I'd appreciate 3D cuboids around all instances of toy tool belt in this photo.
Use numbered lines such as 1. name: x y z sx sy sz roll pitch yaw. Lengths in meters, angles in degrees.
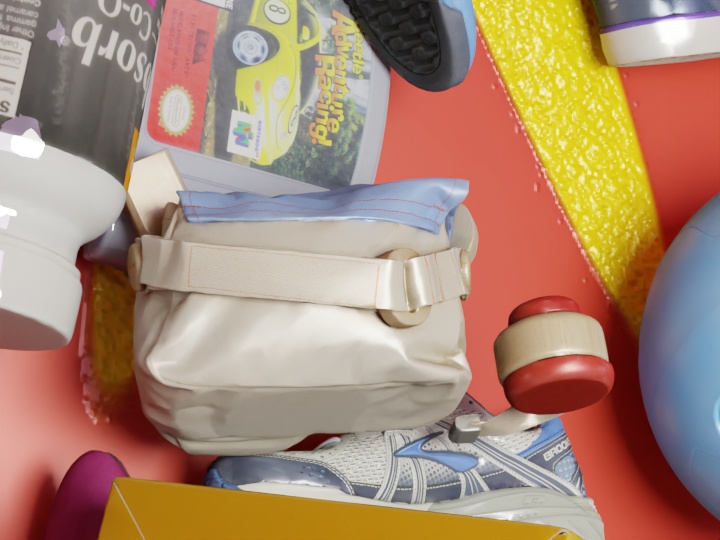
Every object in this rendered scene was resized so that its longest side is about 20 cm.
1. toy tool belt: 0.000 0.000 0.876 0.200 0.125 0.123 -3 65 -11

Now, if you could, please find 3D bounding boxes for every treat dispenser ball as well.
1. treat dispenser ball: 0.234 0.041 1.013 0.201 0.201 0.201 5 80 -31

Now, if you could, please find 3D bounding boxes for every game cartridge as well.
1. game cartridge: -0.050 -0.088 0.953 0.133 0.041 0.200 14 75 -34

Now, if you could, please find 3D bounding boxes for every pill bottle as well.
1. pill bottle: -0.142 -0.076 0.844 0.116 0.116 0.200 17 74 -29

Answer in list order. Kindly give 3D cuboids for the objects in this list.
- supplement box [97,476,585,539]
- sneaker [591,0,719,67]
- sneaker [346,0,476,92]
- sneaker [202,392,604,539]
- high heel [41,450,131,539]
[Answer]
1. supplement box: 0.021 0.178 0.822 0.200 0.197 0.133 36 62 -55
2. sneaker: 0.198 -0.187 1.095 0.200 0.081 0.147 -10 92 -27
3. sneaker: 0.019 -0.182 0.953 0.078 0.066 0.200 -27 96 -37
4. sneaker: 0.016 0.090 0.954 0.200 0.077 0.085 8 64 -32
5. high heel: -0.135 0.170 0.837 0.096 0.067 0.200 7 82 -42
